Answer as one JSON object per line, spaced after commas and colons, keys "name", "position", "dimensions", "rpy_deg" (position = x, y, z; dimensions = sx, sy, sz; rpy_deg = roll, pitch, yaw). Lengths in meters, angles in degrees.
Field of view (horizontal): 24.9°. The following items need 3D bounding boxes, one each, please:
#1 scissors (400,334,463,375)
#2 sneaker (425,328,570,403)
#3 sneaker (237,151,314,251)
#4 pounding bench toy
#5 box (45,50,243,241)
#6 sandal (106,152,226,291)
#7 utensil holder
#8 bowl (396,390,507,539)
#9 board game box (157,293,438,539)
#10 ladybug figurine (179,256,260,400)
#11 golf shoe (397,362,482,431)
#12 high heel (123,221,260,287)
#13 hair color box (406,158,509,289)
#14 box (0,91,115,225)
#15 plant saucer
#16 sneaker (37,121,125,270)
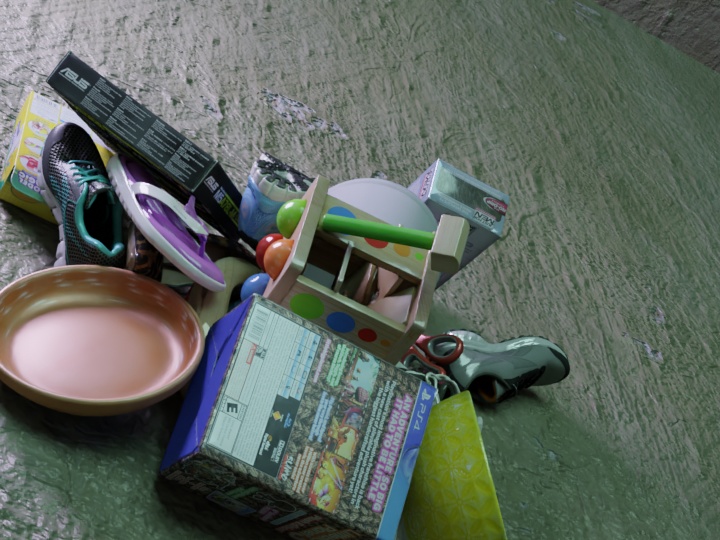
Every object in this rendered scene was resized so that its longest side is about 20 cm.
{"name": "scissors", "position": [0.043, 0.075, 1.866], "dimensions": [0.200, 0.073, 0.014], "rpy_deg": [31, -13, 47]}
{"name": "sneaker", "position": [0.165, 0.121, 1.894], "dimensions": [0.199, 0.074, 0.080], "rpy_deg": [4, 47, -37]}
{"name": "sneaker", "position": [-0.093, -0.065, 1.672], "dimensions": [0.078, 0.090, 0.200], "rpy_deg": [31, 8, 5]}
{"name": "pounding bench toy", "position": [-0.008, -0.009, 1.513], "dimensions": [0.155, 0.200, 0.125], "rpy_deg": [26, 46, -11]}
{"name": "box", "position": [-0.209, -0.122, 1.667], "dimensions": [0.200, 0.048, 0.193], "rpy_deg": [37, -9, 16]}
{"name": "sandal", "position": [-0.183, -0.058, 1.553], "dimensions": [0.082, 0.050, 0.203], "rpy_deg": [25, 19, -52]}
{"name": "utensil holder", "position": [0.000, 0.000, 1.735], "dimensions": [0.170, 0.170, 0.200], "rpy_deg": [33, 13, -2]}
{"name": "bowl", "position": [0.075, 0.222, 1.529], "dimensions": [0.107, 0.201, 0.200], "rpy_deg": [-14, 35, 1]}
{"name": "board game box", "position": [-0.054, 0.144, 1.457], "dimensions": [0.199, 0.097, 0.160], "rpy_deg": [29, 60, -18]}
{"name": "ladybug figurine", "position": [-0.129, 0.071, 1.580], "dimensions": [0.136, 0.072, 0.200], "rpy_deg": [49, 31, -28]}
{"name": "golf shoe", "position": [0.063, 0.133, 1.719], "dimensions": [0.077, 0.088, 0.200], "rpy_deg": [5, 35, -44]}
{"name": "high heel", "position": [-0.161, -0.011, 1.626], "dimensions": [0.142, 0.072, 0.200], "rpy_deg": [9, 3, -3]}
{"name": "hair color box", "position": [0.079, -0.043, 1.911], "dimensions": [0.099, 0.200, 0.061], "rpy_deg": [27, 57, -15]}
{"name": "box", "position": [-0.316, -0.105, 1.729], "dimensions": [0.117, 0.048, 0.200], "rpy_deg": [26, 24, -19]}
{"name": "plant saucer", "position": [-0.240, 0.067, 1.467], "dimensions": [0.199, 0.038, 0.201], "rpy_deg": [7, 35, -5]}
{"name": "sneaker", "position": [-0.264, -0.069, 1.606], "dimensions": [0.077, 0.091, 0.201], "rpy_deg": [0, 61, -31]}
